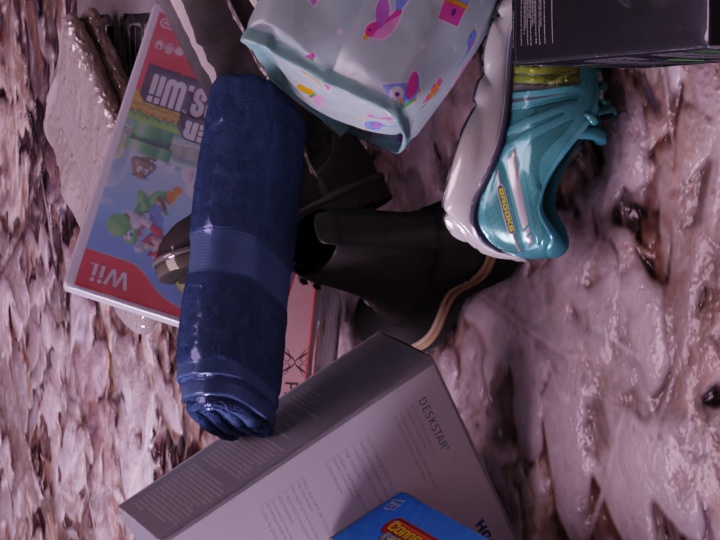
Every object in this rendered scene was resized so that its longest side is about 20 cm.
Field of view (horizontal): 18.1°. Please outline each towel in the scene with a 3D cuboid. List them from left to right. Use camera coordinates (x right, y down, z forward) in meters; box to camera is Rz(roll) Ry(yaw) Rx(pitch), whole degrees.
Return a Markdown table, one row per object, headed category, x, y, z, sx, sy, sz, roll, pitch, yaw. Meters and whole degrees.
| category | x | y | z | sx | sy | sz | roll | pitch | yaw |
| --- | --- | --- | --- | --- | --- | --- | --- | --- | --- |
| towel | -0.175 | -0.071 | 1.574 | 0.201 | 0.034 | 0.133 | 63 | 152 | 28 |
| towel | -0.073 | -0.008 | 1.320 | 0.112 | 0.048 | 0.202 | 53 | -139 | -70 |

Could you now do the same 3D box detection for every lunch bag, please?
| category | x | y | z | sx | sy | sz | roll | pitch | yaw |
| --- | --- | --- | --- | --- | --- | --- | --- | --- | --- |
| lunch bag | 0.022 | -0.163 | 1.308 | 0.171 | 0.121 | 0.200 | -63 | -9 | -2 |

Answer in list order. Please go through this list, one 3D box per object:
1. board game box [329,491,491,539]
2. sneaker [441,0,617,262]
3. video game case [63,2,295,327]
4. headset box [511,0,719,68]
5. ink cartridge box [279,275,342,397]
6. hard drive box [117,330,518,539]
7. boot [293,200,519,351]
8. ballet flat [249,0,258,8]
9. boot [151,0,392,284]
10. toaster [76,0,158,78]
| category | x | y | z | sx | sy | sz | roll | pitch | yaw |
| --- | --- | --- | --- | --- | --- | --- | --- | --- | --- |
| board game box | 0.083 | 0.242 | 1.280 | 0.200 | 0.056 | 0.197 | 21 | 139 | 62 |
| sneaker | 0.110 | -0.103 | 1.290 | 0.079 | 0.077 | 0.202 | 16 | 98 | 18 |
| video game case | -0.097 | -0.061 | 1.481 | 0.017 | 0.142 | 0.202 | 128 | 159 | -77 |
| headset box | 0.161 | -0.193 | 1.133 | 0.200 | 0.092 | 0.176 | -177 | 86 | -64 |
| ink cartridge box | -0.045 | 0.083 | 1.516 | 0.174 | 0.043 | 0.202 | 78 | -164 | -67 |
| hard drive box | -0.020 | 0.159 | 1.369 | 0.077 | 0.199 | 0.157 | 24 | 143 | 62 |
| boot | 0.000 | 0.000 | 1.438 | 0.200 | 0.137 | 0.078 | 130 | 132 | -55 |
| ballet flat | -0.047 | -0.201 | 1.366 | 0.071 | 0.070 | 0.201 | 50 | 162 | 52 |
| boot | -0.087 | -0.107 | 1.440 | 0.201 | 0.181 | 0.072 | 66 | 152 | 3 |
| toaster | -0.116 | -0.137 | 1.609 | 0.181 | 0.118 | 0.202 | 12 | 107 | 62 |
